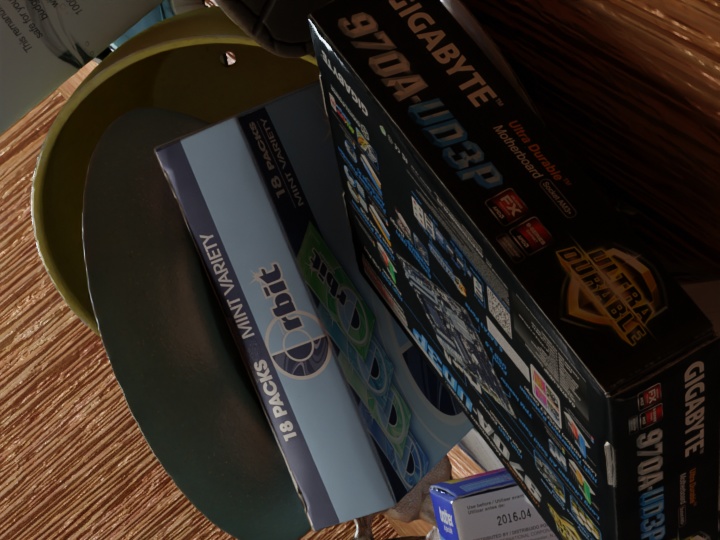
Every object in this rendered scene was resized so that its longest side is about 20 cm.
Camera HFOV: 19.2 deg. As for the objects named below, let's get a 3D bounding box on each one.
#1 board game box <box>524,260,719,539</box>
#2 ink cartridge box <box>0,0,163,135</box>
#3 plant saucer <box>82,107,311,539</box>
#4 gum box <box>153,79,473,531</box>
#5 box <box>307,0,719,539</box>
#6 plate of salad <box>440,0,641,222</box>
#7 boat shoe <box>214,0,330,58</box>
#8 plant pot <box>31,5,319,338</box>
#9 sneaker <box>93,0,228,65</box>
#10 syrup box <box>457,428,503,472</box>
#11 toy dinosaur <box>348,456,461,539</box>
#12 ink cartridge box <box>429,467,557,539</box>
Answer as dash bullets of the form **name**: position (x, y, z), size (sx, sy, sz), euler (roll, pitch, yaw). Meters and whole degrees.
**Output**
- **board game box**: position (0.110, 0.057, 0.912), size (0.200, 0.034, 0.127), euler (-156, 60, -75)
- **ink cartridge box**: position (-0.176, -0.174, 1.058), size (0.083, 0.200, 0.147), euler (41, 169, 52)
- **plant saucer**: position (-0.048, 0.018, 0.923), size (0.200, 0.036, 0.201), euler (48, -149, -42)
- **gum box**: position (0.000, 0.000, 0.940), size (0.171, 0.044, 0.200), euler (68, -155, -5)
- **box**: position (0.055, 0.009, 0.771), size (0.200, 0.046, 0.159), euler (53, 166, 34)
- **plate of salad**: position (0.056, -0.045, 0.871), size (0.200, 0.048, 0.200), euler (57, 168, 20)
- **boat shoe**: position (-0.082, -0.185, 0.989), size (0.200, 0.072, 0.076), euler (55, -177, -35)
- **plant pot**: position (-0.068, -0.062, 1.141), size (0.200, 0.200, 0.142), euler (53, -163, -25)
- **sneaker**: position (-0.143, -0.167, 1.248), size (0.078, 0.090, 0.201), euler (92, 156, -77)
- **syrup box**: position (0.072, 0.055, 1.208), size (0.082, 0.079, 0.200), euler (54, 172, -35)
- **toy dinosaur**: position (0.010, 0.107, 1.228), size (0.200, 0.086, 0.136), euler (53, -178, 18)
- **ink cartridge box**: position (0.117, 0.162, 1.078), size (0.076, 0.136, 0.201), euler (-176, 75, -81)
